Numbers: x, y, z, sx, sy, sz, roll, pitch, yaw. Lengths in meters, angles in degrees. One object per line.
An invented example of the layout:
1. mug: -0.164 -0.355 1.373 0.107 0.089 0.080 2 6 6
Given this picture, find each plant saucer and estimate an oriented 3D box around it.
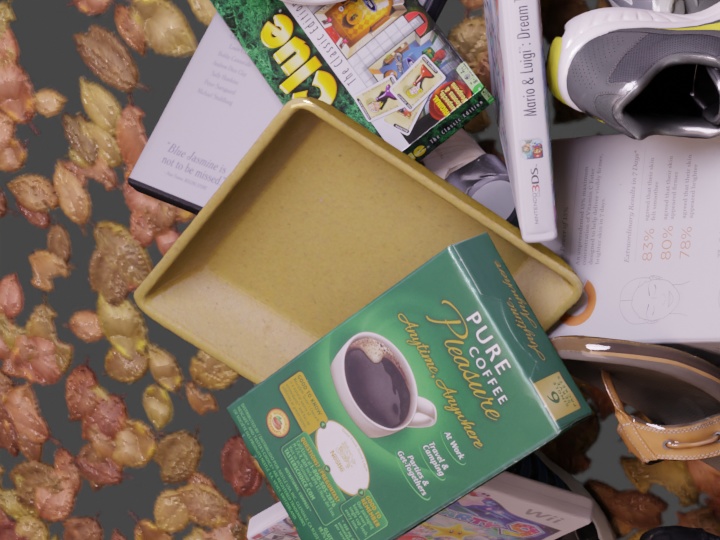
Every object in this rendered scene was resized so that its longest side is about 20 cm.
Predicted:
1. plant saucer: 0.000 0.000 1.493 0.200 0.049 0.200 33 130 -11

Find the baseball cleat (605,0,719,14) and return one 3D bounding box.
1. baseball cleat: 0.151 -0.183 1.486 0.106 0.070 0.201 -6 104 51

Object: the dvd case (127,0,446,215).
1. dvd case: -0.042 -0.117 1.582 0.142 0.018 0.201 21 78 31

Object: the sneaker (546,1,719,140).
1. sneaker: 0.204 -0.105 1.402 0.085 0.199 0.075 -121 23 -55

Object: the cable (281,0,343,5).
1. cable: -0.029 -0.259 1.526 0.199 0.069 0.201 16 98 35

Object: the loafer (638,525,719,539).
1. loafer: 0.198 0.240 1.648 0.070 0.068 0.201 4 134 -7

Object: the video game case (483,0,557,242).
1. video game case: 0.085 -0.139 1.464 0.024 0.200 0.183 -6 116 0

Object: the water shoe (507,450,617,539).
1. water shoe: 0.090 0.147 1.670 0.071 0.079 0.200 -38 88 41

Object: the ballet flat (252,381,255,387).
1. ballet flat: -0.001 0.115 1.741 0.200 0.067 0.064 50 158 5

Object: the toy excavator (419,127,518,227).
1. toy excavator: 0.016 0.019 1.617 0.100 0.194 0.200 48 161 44

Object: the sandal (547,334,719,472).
1. sandal: 0.182 0.092 1.461 0.082 0.055 0.200 -6 147 46

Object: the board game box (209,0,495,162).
1. board game box: -0.013 -0.141 1.556 0.105 0.023 0.200 -40 59 7

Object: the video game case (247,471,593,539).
1. video game case: 0.034 0.156 1.609 0.143 0.018 0.200 19 153 -21

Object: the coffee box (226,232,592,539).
1. coffee box: 0.025 0.079 1.457 0.200 0.044 0.123 -38 79 36

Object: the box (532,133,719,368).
1. box: 0.207 -0.011 1.459 0.199 0.097 0.125 -3 76 40
